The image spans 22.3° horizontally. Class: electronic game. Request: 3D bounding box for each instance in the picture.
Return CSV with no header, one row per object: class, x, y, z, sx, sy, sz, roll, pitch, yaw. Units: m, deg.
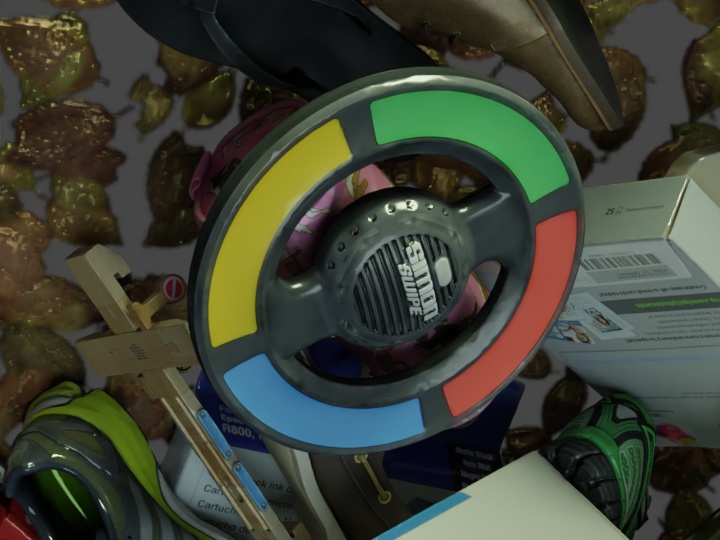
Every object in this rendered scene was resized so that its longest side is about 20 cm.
electronic game,0.015,0.000,0.848,0.199,0.042,0.201,-12,123,-20

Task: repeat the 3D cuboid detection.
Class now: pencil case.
pencil case,0.000,0.000,0.919,0.086,0.083,0.200,-40,129,3

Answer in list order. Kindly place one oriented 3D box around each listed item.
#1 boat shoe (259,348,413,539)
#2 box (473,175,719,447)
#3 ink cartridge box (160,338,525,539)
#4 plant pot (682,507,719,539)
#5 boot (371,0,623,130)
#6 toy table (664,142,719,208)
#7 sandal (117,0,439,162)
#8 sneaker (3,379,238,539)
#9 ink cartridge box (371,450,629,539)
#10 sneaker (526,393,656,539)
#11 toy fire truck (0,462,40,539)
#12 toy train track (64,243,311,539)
boat shoe,-0.014,0.091,0.943,0.059,0.072,0.201,-30,120,-12
box,0.163,0.029,0.964,0.200,0.155,0.041,41,62,-30
ink cartridge box,-0.020,0.138,1.023,0.198,0.041,0.201,13,112,-24
plant pot,0.217,0.229,1.018,0.192,0.200,0.202,-14,125,-43
boot,0.057,-0.135,0.893,0.075,0.074,0.200,-34,117,19
toy table,0.249,-0.048,0.947,0.199,0.184,0.118,31,89,-12
sandal,-0.030,-0.115,0.880,0.199,0.043,0.076,26,107,-28
sneaker,-0.114,0.153,0.936,0.074,0.081,0.200,-40,95,26
ink cartridge box,0.055,0.227,0.929,0.147,0.145,0.201,-21,147,-48
sneaker,0.131,0.152,1.048,0.085,0.078,0.201,-37,153,-34
toy fire truck,-0.160,0.195,0.926,0.049,0.141,0.200,-37,110,19
toy train track,-0.078,0.066,0.924,0.033,0.114,0.201,-42,108,-32
